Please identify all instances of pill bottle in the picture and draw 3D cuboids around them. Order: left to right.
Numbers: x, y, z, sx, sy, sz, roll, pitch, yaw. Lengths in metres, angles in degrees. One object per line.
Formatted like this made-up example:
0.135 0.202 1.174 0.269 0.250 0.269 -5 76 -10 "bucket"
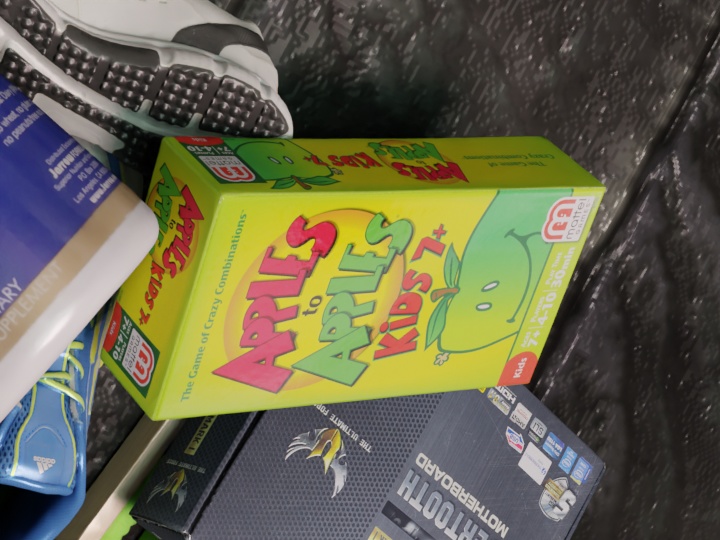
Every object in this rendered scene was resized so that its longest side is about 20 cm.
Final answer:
-0.181 -0.040 0.773 0.200 0.116 0.116 41 84 -6 "pill bottle"

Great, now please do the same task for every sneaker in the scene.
-0.125 0.039 0.872 0.075 0.105 0.201 15 99 -33 "sneaker"
-0.122 -0.096 0.858 0.199 0.080 0.074 24 123 -19 "sneaker"

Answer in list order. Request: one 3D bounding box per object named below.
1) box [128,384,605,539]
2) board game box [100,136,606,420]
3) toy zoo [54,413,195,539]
0.010 0.101 0.984 0.200 0.051 0.158 43 70 -32 "box"
0.000 0.000 0.878 0.199 0.048 0.102 -3 124 -39 "board game box"
-0.057 0.157 1.003 0.200 0.020 0.131 40 85 -33 "toy zoo"
